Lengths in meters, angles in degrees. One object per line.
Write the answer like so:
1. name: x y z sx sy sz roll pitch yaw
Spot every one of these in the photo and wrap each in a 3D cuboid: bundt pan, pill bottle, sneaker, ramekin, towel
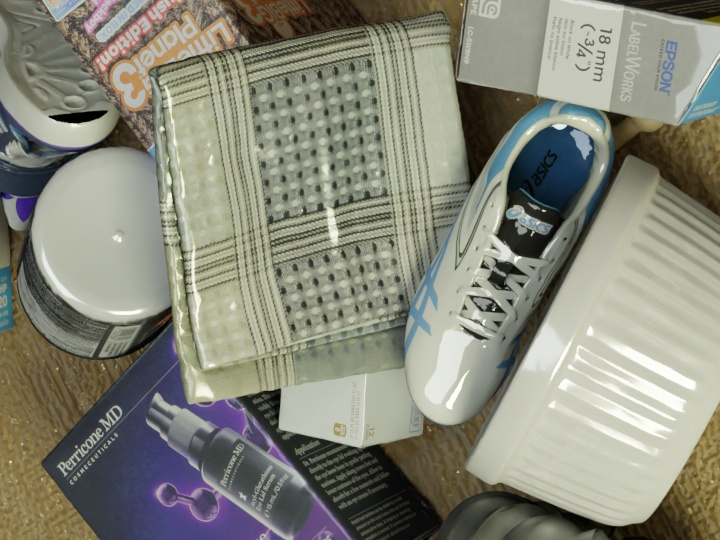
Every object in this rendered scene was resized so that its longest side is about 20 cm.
1. bundt pan: 0.131 0.182 1.526 0.201 0.202 0.076 19 89 23
2. pill bottle: -0.157 -0.004 1.632 0.105 0.200 0.107 2 80 -10
3. sneaker: 0.080 -0.007 1.492 0.072 0.072 0.201 26 89 2
4. ramekin: 0.148 0.048 1.489 0.105 0.200 0.201 28 110 4
5. towel: -0.022 -0.033 1.503 0.034 0.192 0.201 17 116 59
6. sneaker: -0.195 -0.079 1.653 0.200 0.080 0.147 -123 33 -54

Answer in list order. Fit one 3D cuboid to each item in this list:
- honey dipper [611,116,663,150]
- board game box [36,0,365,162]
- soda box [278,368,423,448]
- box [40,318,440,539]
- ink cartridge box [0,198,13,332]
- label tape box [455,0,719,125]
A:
1. honey dipper: 0.103 -0.043 1.582 0.200 0.038 0.038 -39 80 27
2. board game box: -0.105 -0.171 1.599 0.097 0.159 0.200 -41 80 25
3. soda box: 0.000 0.000 1.589 0.068 0.063 0.201 9 99 37
4. box: -0.075 0.140 1.665 0.200 0.104 0.148 48 116 11
5. ink cartridge box: -0.327 -0.052 1.736 0.146 0.144 0.201 2 99 26
6. label tape box: 0.172 -0.122 1.476 0.199 0.144 0.064 13 104 24
